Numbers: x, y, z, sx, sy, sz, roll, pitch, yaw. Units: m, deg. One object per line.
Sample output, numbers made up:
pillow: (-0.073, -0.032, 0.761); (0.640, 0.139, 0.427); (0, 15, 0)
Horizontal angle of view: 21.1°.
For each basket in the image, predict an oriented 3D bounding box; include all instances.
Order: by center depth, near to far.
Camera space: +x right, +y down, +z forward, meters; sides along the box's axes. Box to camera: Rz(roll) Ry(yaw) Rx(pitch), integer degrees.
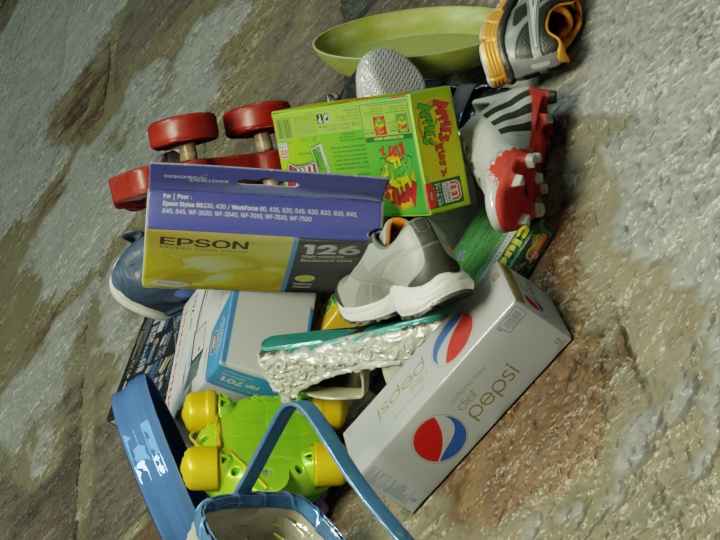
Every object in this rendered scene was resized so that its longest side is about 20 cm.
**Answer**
basket: (-0.049, 0.223, 1.478); (0.177, 0.139, 0.200); (54, 128, 30)

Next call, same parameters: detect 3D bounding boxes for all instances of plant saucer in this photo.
plant saucer: (0.054, -0.216, 1.856); (0.200, 0.199, 0.031); (-136, 37, -65)

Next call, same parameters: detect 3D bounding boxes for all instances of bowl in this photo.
bowl: (-0.169, 0.190, 1.717); (0.039, 0.201, 0.201); (-23, 28, -2)

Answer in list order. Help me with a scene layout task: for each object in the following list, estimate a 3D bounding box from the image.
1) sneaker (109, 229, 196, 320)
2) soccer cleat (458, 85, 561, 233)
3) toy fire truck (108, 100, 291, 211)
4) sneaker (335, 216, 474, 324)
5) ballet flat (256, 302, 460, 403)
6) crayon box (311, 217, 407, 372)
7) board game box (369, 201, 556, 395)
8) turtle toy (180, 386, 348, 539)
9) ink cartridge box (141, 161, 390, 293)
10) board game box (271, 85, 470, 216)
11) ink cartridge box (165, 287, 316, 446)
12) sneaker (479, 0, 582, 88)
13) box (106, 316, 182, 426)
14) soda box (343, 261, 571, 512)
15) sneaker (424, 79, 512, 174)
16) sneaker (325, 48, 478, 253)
sneaker: (-0.154, -0.001, 1.942); (0.146, 0.199, 0.081); (-34, 64, 54)
soccer cleat: (0.115, -0.093, 1.623); (0.085, 0.069, 0.200); (-2, 35, 17)
toy fire truck: (-0.150, -0.084, 1.832); (0.168, 0.199, 0.113); (-17, 85, 57)
sneaker: (0.030, -0.002, 1.566); (0.074, 0.080, 0.200); (-21, 2, -22)
ballet flat: (0.008, 0.072, 1.622); (0.199, 0.072, 0.072); (-11, 46, 26)
crayon box: (0.000, 0.000, 1.799); (0.126, 0.051, 0.200); (-52, 26, 11)
board game box: (0.084, 0.034, 1.640); (0.200, 0.023, 0.105); (-57, 24, 0)
turtle toy: (-0.080, 0.182, 1.651); (0.200, 0.145, 0.101); (-95, 5, -54)
ink cartridge box: (-0.084, -0.030, 1.626); (0.200, 0.197, 0.047); (111, 161, -72)
board game box: (0.006, -0.098, 1.667); (0.200, 0.047, 0.102); (-1, 103, 53)
ink cartridge box: (-0.112, 0.069, 1.805); (0.200, 0.086, 0.147); (134, 149, -57)
sneaker: (0.168, -0.240, 1.766); (0.077, 0.078, 0.200); (-3, 46, 25)
box: (-0.173, 0.064, 2.044); (0.198, 0.050, 0.201); (-24, 40, 48)
soda box: (0.075, 0.093, 1.538); (0.200, 0.064, 0.068); (-49, 26, 16)
sneaker: (0.079, -0.134, 1.783); (0.200, 0.079, 0.079); (-15, 46, 54)
sneaker: (0.030, -0.091, 1.744); (0.114, 0.075, 0.201); (-32, 77, 49)
